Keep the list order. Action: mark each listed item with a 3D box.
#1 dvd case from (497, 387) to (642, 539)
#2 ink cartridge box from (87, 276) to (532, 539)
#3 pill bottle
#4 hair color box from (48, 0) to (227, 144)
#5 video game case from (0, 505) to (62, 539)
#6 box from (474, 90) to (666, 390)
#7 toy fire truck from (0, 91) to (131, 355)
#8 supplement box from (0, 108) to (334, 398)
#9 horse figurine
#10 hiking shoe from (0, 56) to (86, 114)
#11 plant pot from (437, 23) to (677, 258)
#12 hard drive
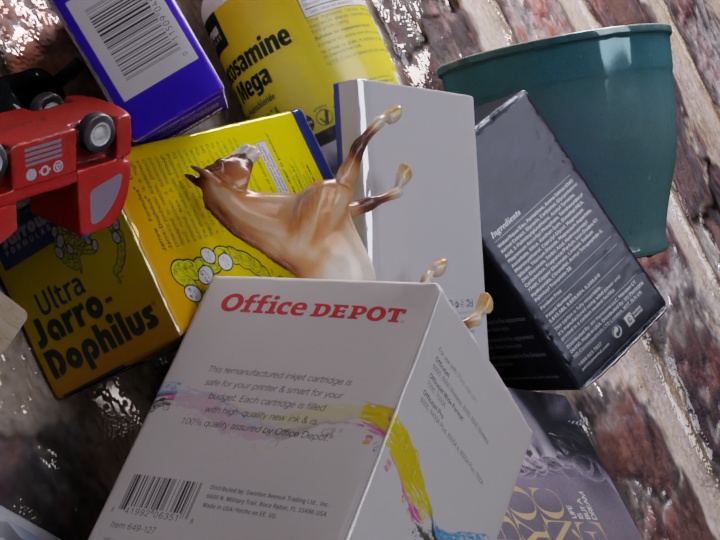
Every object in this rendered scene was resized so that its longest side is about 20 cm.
[{"bbox_3d":[0.107,0.138,1.026,0.200,0.016,0.149,11,43,-44],"label":"dvd case"},{"bbox_3d":[-0.023,0.123,0.787,0.145,0.147,0.200,56,48,-44],"label":"ink cartridge box"},{"bbox_3d":[-0.045,-0.162,1.092,0.112,0.112,0.200,-19,83,-56],"label":"pill bottle"},{"bbox_3d":[-0.132,-0.134,0.912,0.109,0.065,0.200,60,-1,-5],"label":"hair color box"},{"bbox_3d":[-0.136,0.242,0.779,0.200,0.023,0.182,38,41,-32],"label":"video game case"},{"bbox_3d":[0.105,-0.016,1.136,0.104,0.148,0.200,-40,104,-23],"label":"box"},{"bbox_3d":[-0.197,0.000,0.744,0.200,0.049,0.141,-23,125,-44],"label":"toy fire truck"},{"bbox_3d":[-0.105,-0.015,0.916,0.200,0.109,0.110,-22,86,-55],"label":"supplement box"},{"bbox_3d":[0.000,0.000,0.886,0.132,0.050,0.200,-33,106,-31],"label":"horse figurine"},{"bbox_3d":[-0.222,-0.061,0.793,0.076,0.101,0.200,44,34,-5],"label":"hiking shoe"},{"bbox_3d":[0.179,-0.096,1.290,0.200,0.200,0.188,-12,93,-55],"label":"plant pot"},{"bbox_3d":[0.035,-0.017,0.980,0.132,0.025,0.200,0,86,-53],"label":"hard drive"}]
